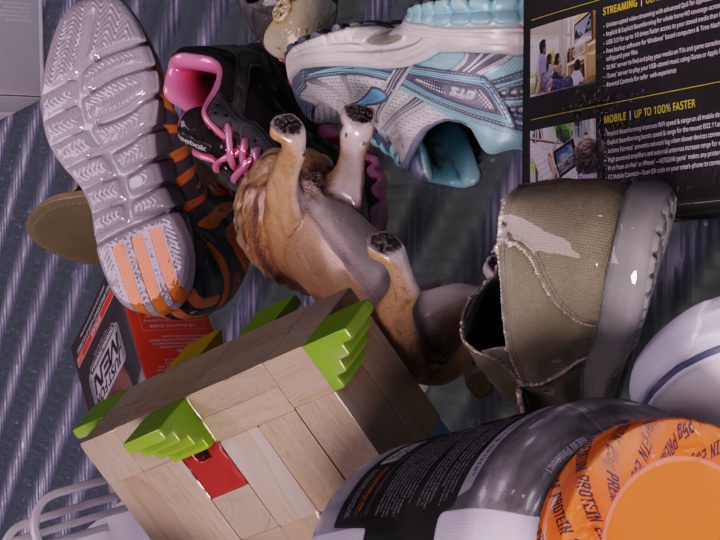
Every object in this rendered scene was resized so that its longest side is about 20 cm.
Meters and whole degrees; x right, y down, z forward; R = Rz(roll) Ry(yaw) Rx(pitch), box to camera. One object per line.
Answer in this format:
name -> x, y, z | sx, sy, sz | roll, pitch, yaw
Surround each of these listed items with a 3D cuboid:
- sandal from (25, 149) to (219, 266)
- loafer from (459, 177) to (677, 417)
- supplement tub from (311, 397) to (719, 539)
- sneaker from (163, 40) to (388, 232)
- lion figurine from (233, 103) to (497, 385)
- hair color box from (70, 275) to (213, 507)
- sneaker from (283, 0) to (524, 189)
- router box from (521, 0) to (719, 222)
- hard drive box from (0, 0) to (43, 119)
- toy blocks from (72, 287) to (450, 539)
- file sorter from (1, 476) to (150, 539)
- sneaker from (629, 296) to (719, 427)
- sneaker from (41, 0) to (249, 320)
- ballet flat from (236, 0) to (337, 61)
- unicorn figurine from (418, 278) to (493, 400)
sandal -> -0.151, -0.061, 1.257 | 0.212, 0.078, 0.070 | -19, 42, 53
loafer -> 0.078, 0.019, 0.742 | 0.200, 0.069, 0.075 | 94, -165, -58
supplement tub -> 0.068, 0.115, 0.694 | 0.200, 0.122, 0.123 | 153, 113, -64
sneaker -> -0.053, -0.062, 1.022 | 0.200, 0.095, 0.079 | 59, 136, 42
lion figurine -> 0.000, 0.000, 0.875 | 0.200, 0.072, 0.123 | 56, 150, 35
hair color box -> -0.126, 0.101, 1.192 | 0.102, 0.061, 0.200 | -59, 42, 43
sneaker -> 0.023, -0.080, 0.900 | 0.200, 0.077, 0.087 | -7, 87, 62
router box -> 0.135, -0.096, 0.713 | 0.200, 0.051, 0.150 | -4, 85, 62
hard drive box -> -0.327, -0.233, 1.546 | 0.156, 0.077, 0.201 | -6, 84, 62
toy blocks -> -0.031, 0.098, 0.860 | 0.200, 0.100, 0.137 | -25, 106, 37
file sorter -> -0.153, 0.205, 1.068 | 0.200, 0.124, 0.139 | -40, 67, 52
sneaker -> 0.163, 0.041, 0.638 | 0.200, 0.073, 0.071 | -32, 53, 56
sneaker -> -0.125, -0.064, 1.113 | 0.077, 0.112, 0.201 | -17, 80, 21
ballet flat -> -0.062, -0.198, 1.062 | 0.066, 0.057, 0.200 | -34, 55, 23
unicorn figurine -> 0.006, 0.104, 0.947 | 0.137, 0.074, 0.201 | 7, 77, 58
